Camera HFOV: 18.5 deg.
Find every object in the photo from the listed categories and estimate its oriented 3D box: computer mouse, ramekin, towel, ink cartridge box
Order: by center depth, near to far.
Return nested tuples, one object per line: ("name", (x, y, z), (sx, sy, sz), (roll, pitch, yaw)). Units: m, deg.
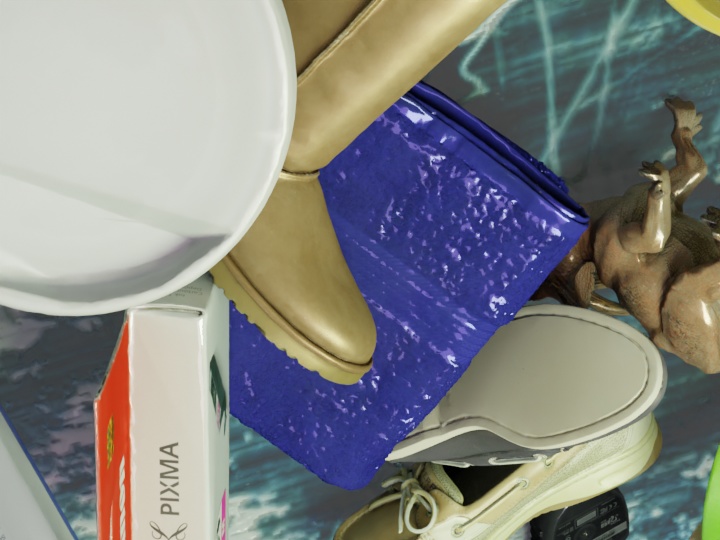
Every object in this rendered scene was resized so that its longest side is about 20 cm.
("ramekin", (-0.122, -0.090, 0.946), (0.200, 0.094, 0.204), (2, 110, 4))
("ink cartridge box", (-0.090, 0.106, 1.035), (0.043, 0.174, 0.202), (2, 114, 1))
("towel", (0.000, 0.000, 1.101), (0.147, 0.050, 0.200), (36, 113, -7))
("computer mouse", (0.127, 0.181, 1.303), (0.058, 0.034, 0.201), (-25, 136, -19))

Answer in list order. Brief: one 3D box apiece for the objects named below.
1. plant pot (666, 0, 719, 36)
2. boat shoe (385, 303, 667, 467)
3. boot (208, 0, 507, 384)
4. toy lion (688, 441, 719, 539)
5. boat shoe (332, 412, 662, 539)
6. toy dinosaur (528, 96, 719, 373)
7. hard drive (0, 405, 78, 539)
("plant pot", (0.219, -0.165, 0.964), (0.199, 0.189, 0.202), (-8, 129, -10))
("boat shoe", (0.082, 0.064, 1.134), (0.199, 0.073, 0.062), (-14, 159, 40))
("boot", (0.001, -0.071, 1.007), (0.200, 0.066, 0.175), (-44, 90, 18))
("toy lion", (0.235, 0.064, 1.162), (0.200, 0.068, 0.193), (-49, 146, -34))
("boat shoe", (0.067, 0.110, 1.204), (0.199, 0.073, 0.063), (-24, 122, -1))
("toy dinosaur", (0.156, 0.009, 1.104), (0.085, 0.200, 0.136), (-17, 138, -43))
("hard drive", (-0.215, 0.108, 1.041), (0.132, 0.201, 0.025), (-44, 153, 18))
